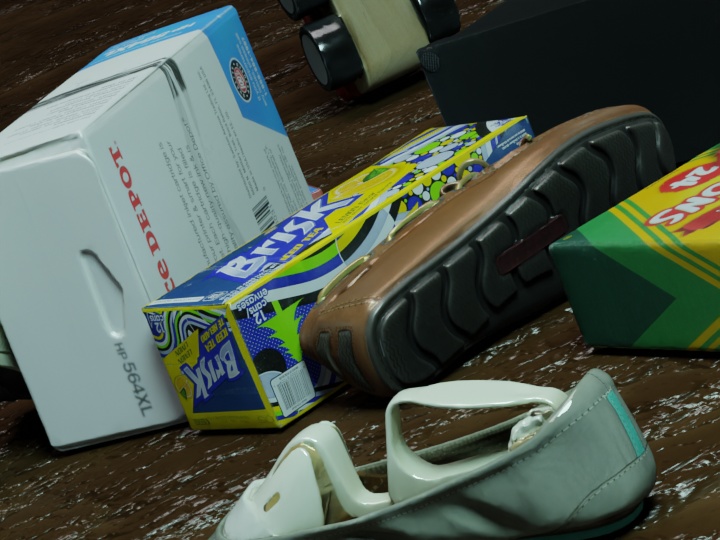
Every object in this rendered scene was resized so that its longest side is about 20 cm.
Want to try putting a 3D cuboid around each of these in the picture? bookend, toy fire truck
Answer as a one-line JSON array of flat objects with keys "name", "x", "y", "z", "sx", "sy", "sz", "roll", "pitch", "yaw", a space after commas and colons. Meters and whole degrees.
[{"name": "bookend", "x": 0.168, "y": -0.125, "z": 1.512, "sx": 0.199, "sy": 0.092, "sz": 0.199, "roll": -14, "pitch": 14, "yaw": 35}, {"name": "toy fire truck", "x": -0.013, "y": -0.202, "z": 1.953, "sx": 0.128, "sy": 0.177, "sz": 0.200, "roll": -26, "pitch": 0, "yaw": -13}]

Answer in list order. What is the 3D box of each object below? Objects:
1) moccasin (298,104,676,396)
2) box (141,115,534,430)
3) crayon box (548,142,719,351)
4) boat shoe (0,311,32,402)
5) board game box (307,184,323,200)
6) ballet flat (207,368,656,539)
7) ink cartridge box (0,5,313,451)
[{"name": "moccasin", "x": 0.059, "y": -0.012, "z": 1.317, "sx": 0.201, "sy": 0.074, "sz": 0.078, "roll": -40, "pitch": 29, "yaw": -24}, {"name": "box", "x": 0.000, "y": 0.000, "z": 1.363, "sx": 0.200, "sy": 0.065, "sz": 0.070, "roll": -32, "pitch": 17, "yaw": -36}, {"name": "crayon box", "x": 0.183, "y": -0.017, "z": 1.165, "sx": 0.127, "sy": 0.051, "sz": 0.200, "roll": -30, "pitch": 16, "yaw": -30}, {"name": "boat shoe", "x": -0.192, "y": 0.017, "z": 1.405, "sx": 0.067, "sy": 0.072, "sz": 0.200, "roll": -8, "pitch": -23, "yaw": 24}, {"name": "board game box", "x": -0.120, "y": -0.001, "z": 1.650, "sx": 0.199, "sy": 0.020, "sz": 0.103, "roll": -26, "pitch": 13, "yaw": -12}, {"name": "ballet flat", "x": 0.009, "y": 0.076, "z": 1.062, "sx": 0.199, "sy": 0.064, "sz": 0.067, "roll": -16, "pitch": 15, "yaw": 26}, {"name": "ink cartridge box", "x": -0.102, "y": -0.023, "z": 1.439, "sx": 0.084, "sy": 0.146, "sz": 0.200, "roll": -14, "pitch": 15, "yaw": 25}]
